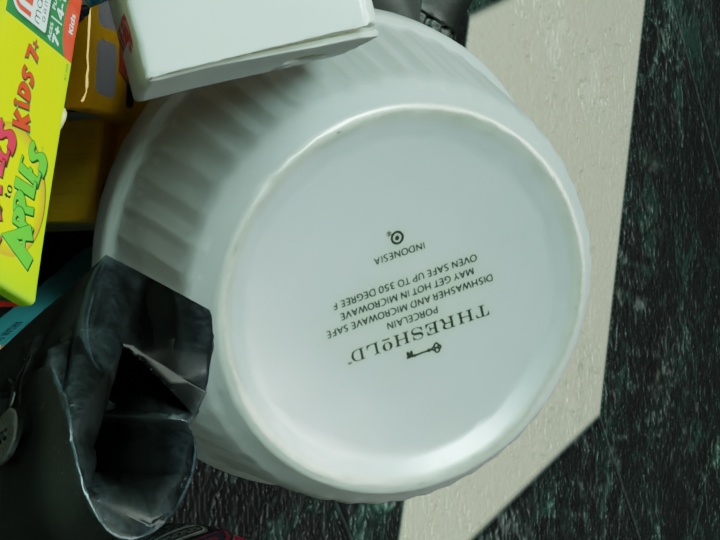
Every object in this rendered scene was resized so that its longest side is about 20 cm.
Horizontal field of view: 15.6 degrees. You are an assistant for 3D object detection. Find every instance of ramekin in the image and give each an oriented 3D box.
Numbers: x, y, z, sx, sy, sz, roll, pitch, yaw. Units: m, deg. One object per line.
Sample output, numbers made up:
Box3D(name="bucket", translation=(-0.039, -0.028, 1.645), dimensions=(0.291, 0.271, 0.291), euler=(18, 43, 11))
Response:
Box3D(name="ramekin", translation=(0.000, 0.000, 1.049), dimensions=(0.202, 0.094, 0.202), euler=(-6, 106, -22))

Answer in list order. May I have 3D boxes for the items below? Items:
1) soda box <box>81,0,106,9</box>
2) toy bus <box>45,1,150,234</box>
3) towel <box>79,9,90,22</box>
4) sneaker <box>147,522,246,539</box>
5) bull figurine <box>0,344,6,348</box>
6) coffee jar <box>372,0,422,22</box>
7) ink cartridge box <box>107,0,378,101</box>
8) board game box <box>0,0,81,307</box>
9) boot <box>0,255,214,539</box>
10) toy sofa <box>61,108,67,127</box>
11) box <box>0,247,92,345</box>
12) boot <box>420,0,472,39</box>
Box3D(name="soda box", translation=(-0.139, -0.180, 0.875), dimensions=(0.068, 0.064, 0.200), euler=(133, -57, -88))
Box3D(name="toy bus", translation=(-0.120, -0.118, 1.077), dimensions=(0.078, 0.065, 0.200), euler=(14, 76, -65))
Box3D(name="towel", translation=(-0.171, -0.174, 0.948), dimensions=(0.200, 0.049, 0.112), euler=(37, 52, -41))
Box3D(name="sneaker", translation=(-0.102, 0.180, 1.088), dimensions=(0.081, 0.075, 0.200), euler=(66, 33, -40))
Box3D(name="bull figurine", translation=(-0.175, -0.032, 0.952), dimensions=(0.200, 0.065, 0.121), euler=(41, 51, -60))
Box3D(name="coffee jar", translation=(-0.026, -0.170, 1.155), dimensions=(0.085, 0.104, 0.200), euler=(64, 20, -49))
Box3D(name="ink cartridge box", translation=(-0.061, -0.166, 0.920), dimensions=(0.145, 0.087, 0.200), euler=(-163, -123, -84))
Box3D(name="board game box", translation=(-0.184, -0.042, 0.766), dimensions=(0.048, 0.200, 0.102), euler=(39, 53, -58))
Box3D(name="boot", translation=(-0.123, 0.107, 0.823), dimensions=(0.066, 0.200, 0.165), euler=(21, 52, -39))
Box3D(name="toy sofa", translation=(-0.184, 0.012, 0.845), dimensions=(0.083, 0.098, 0.200), euler=(28, 84, -28))
Box3D(name="box", translation=(-0.128, 0.063, 1.067), dimensions=(0.200, 0.049, 0.082), euler=(-46, 128, -58))
Box3D(name="boot", translation=(0.030, -0.103, 1.189), dimensions=(0.158, 0.211, 0.079), euler=(-40, 145, -4))
